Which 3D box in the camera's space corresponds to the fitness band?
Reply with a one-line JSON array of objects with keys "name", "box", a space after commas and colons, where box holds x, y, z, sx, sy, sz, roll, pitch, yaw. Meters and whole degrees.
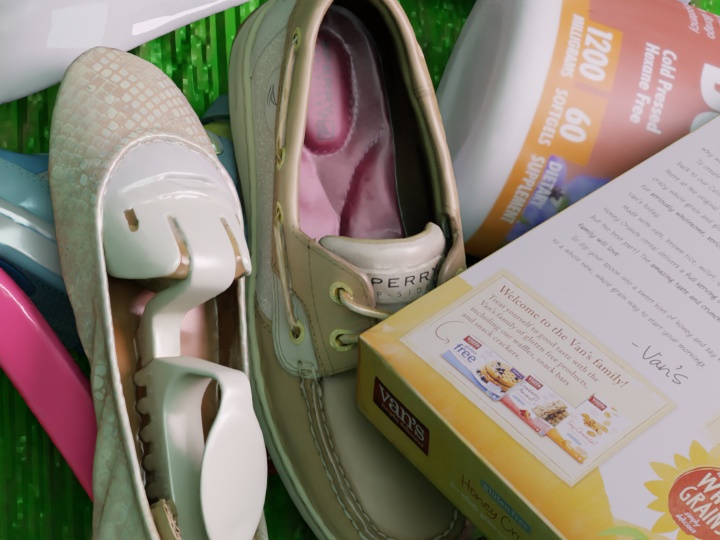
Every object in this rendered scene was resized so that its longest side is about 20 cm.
[{"name": "fitness band", "box": [-0.147, 0.077, 0.746, 0.143, 0.037, 0.200, -34, 105, -6]}]

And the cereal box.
[{"name": "cereal box", "box": [0.118, 0.027, 0.707, 0.199, 0.040, 0.144, -30, 55, -25]}]

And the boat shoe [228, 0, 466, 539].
[{"name": "boat shoe", "box": [0.000, 0.000, 0.750, 0.074, 0.066, 0.201, -10, 83, -23]}]

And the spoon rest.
[{"name": "spoon rest", "box": [-0.069, -0.111, 0.797, 0.199, 0.100, 0.061, -27, 123, 9]}]

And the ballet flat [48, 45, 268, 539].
[{"name": "ballet flat", "box": [-0.054, 0.022, 0.726, 0.067, 0.062, 0.201, -2, 81, -37]}]

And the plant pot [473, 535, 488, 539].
[{"name": "plant pot", "box": [0.081, 0.155, 0.763, 0.134, 0.200, 0.201, 16, 69, 26]}]

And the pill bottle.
[{"name": "pill bottle", "box": [0.130, -0.034, 0.846, 0.199, 0.112, 0.113, 18, 72, -11]}]

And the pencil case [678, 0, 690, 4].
[{"name": "pencil case", "box": [0.043, -0.157, 0.867, 0.199, 0.083, 0.091, 13, 68, -13]}]

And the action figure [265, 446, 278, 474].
[{"name": "action figure", "box": [-0.051, 0.149, 0.774, 0.051, 0.065, 0.201, 21, 70, -6]}]

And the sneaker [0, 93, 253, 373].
[{"name": "sneaker", "box": [-0.068, -0.034, 0.810, 0.199, 0.079, 0.131, 25, 70, -16]}]
